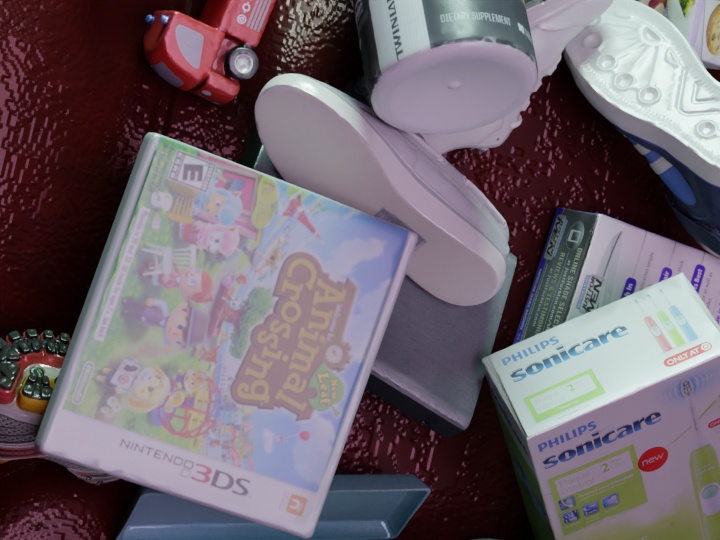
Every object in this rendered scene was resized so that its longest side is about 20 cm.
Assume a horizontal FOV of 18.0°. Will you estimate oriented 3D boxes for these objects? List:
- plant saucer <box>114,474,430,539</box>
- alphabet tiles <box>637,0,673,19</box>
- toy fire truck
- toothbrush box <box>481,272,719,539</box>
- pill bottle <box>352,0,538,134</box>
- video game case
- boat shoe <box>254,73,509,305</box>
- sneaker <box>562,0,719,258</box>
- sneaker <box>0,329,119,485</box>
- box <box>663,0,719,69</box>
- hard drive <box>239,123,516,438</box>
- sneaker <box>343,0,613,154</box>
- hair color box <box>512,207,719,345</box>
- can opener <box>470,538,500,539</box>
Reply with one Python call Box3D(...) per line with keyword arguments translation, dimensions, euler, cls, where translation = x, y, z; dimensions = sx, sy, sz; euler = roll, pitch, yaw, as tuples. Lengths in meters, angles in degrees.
Box3D(translation=(-0.057, 0.153, 1.467), dimensions=(0.199, 0.070, 0.019), euler=(2, 56, -23), cls="plant saucer")
Box3D(translation=(0.257, -0.265, 1.586), dimensions=(0.166, 0.006, 0.201), euler=(14, 90, -24), cls="alphabet tiles")
Box3D(translation=(-0.105, -0.219, 1.412), dimensions=(0.141, 0.049, 0.201), euler=(24, 87, -23), cls="toy fire truck")
Box3D(translation=(0.177, 0.121, 1.489), dimensions=(0.145, 0.086, 0.200), euler=(-22, 131, -5), cls="toothbrush box")
Box3D(translation=(0.043, -0.194, 1.415), dimensions=(0.106, 0.106, 0.201), euler=(3, 61, -23), cls="pill bottle")
Box3D(translation=(-0.078, 0.041, 1.367), dimensions=(0.182, 0.022, 0.201), euler=(20, 88, -20), cls="video game case")
Box3D(translation=(0.019, -0.063, 1.431), dimensions=(0.200, 0.072, 0.069), euler=(36, 41, -14), cls="boat shoe")
Box3D(translation=(0.214, -0.082, 1.540), dimensions=(0.081, 0.200, 0.147), euler=(-38, 148, -13), cls="sneaker")
Box3D(translation=(-0.145, 0.089, 1.417), dimensions=(0.199, 0.078, 0.082), euler=(8, 128, -19), cls="sneaker")
Box3D(translation=(0.247, -0.239, 1.559), dimensions=(0.041, 0.039, 0.201), euler=(12, 91, -26), cls="box")
Box3D(translation=(0.000, 0.000, 1.452), dimensions=(0.200, 0.033, 0.140), euler=(32, 55, -19), cls="hard drive")
Box3D(translation=(0.084, -0.132, 1.497), dimensions=(0.200, 0.075, 0.087), euler=(-33, 115, -7), cls="sneaker")
Box3D(translation=(0.214, 0.038, 1.568), dimensions=(0.199, 0.065, 0.110), euler=(19, 89, -26), cls="hair color box")
Box3D(translation=(0.023, 0.220, 1.519), dimensions=(0.199, 0.053, 0.067), euler=(-1, 61, -25), cls="can opener")
